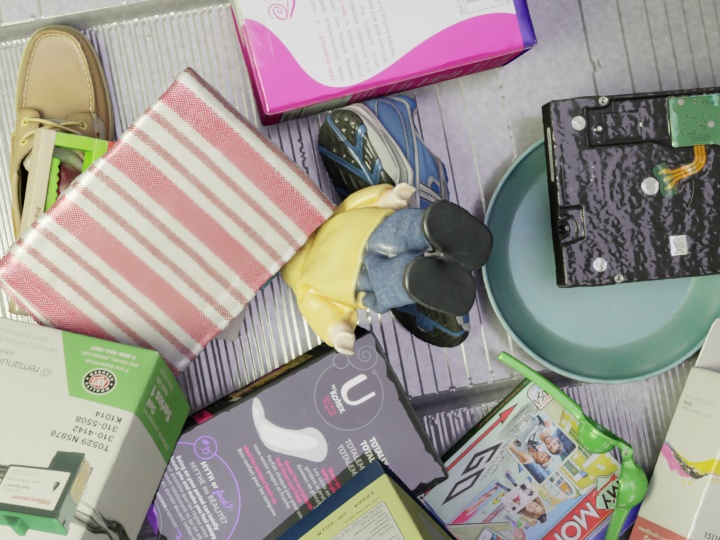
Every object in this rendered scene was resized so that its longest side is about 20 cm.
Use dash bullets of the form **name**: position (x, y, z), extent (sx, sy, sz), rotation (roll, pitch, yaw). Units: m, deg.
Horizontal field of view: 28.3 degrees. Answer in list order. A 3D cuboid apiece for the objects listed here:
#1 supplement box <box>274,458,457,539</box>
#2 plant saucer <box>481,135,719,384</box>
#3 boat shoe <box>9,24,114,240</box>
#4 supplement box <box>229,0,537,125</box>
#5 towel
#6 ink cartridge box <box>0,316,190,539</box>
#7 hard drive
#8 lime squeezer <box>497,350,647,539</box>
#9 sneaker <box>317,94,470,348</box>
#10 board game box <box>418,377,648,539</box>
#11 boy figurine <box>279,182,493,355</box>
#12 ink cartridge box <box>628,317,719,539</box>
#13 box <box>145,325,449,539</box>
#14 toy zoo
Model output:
- **supplement box**: position (0.044, 0.272, 0.927), extent (0.134, 0.200, 0.200), rotation (-39, 122, 3)
- **plant saucer**: position (0.187, -0.015, 1.085), extent (0.199, 0.036, 0.201), rotation (0, 91, -5)
- **boat shoe**: position (-0.216, -0.081, 1.033), extent (0.074, 0.066, 0.201), rotation (-3, 90, -6)
- **supplement box**: position (0.012, -0.180, 1.036), extent (0.200, 0.103, 0.101), rotation (-14, 92, -6)
- **towel**: position (-0.134, -0.022, 0.972), extent (0.200, 0.030, 0.146), rotation (-45, 112, 3)
- **ink cartridge box**: position (-0.218, 0.142, 0.917), extent (0.146, 0.084, 0.200), rotation (10, 59, 16)
- **hard drive**: position (0.238, -0.064, 1.053), extent (0.199, 0.038, 0.140), rotation (-6, 90, -5)
- **lime squeezer**: position (0.171, 0.142, 1.061), extent (0.071, 0.038, 0.200), rotation (-21, 93, 26)
- **sneaker**: position (0.043, -0.037, 1.051), extent (0.077, 0.076, 0.200), rotation (-35, 112, -38)
- **board game box**: position (0.105, 0.194, 1.080), extent (0.200, 0.029, 0.135), rotation (-43, 93, -4)
- **boy figurine**: position (0.000, 0.000, 0.982), extent (0.064, 0.200, 0.125), rotation (26, 73, -29)
- **ink cartridge box**: position (0.289, 0.148, 1.062), extent (0.116, 0.067, 0.200), rotation (21, 88, -24)
- **box**: position (-0.055, 0.138, 1.027), extent (0.200, 0.106, 0.122), rotation (-28, 92, -4)
- **toy zoo**: position (-0.145, -0.021, 1.027), extent (0.200, 0.020, 0.132), rotation (8, 91, -29)
